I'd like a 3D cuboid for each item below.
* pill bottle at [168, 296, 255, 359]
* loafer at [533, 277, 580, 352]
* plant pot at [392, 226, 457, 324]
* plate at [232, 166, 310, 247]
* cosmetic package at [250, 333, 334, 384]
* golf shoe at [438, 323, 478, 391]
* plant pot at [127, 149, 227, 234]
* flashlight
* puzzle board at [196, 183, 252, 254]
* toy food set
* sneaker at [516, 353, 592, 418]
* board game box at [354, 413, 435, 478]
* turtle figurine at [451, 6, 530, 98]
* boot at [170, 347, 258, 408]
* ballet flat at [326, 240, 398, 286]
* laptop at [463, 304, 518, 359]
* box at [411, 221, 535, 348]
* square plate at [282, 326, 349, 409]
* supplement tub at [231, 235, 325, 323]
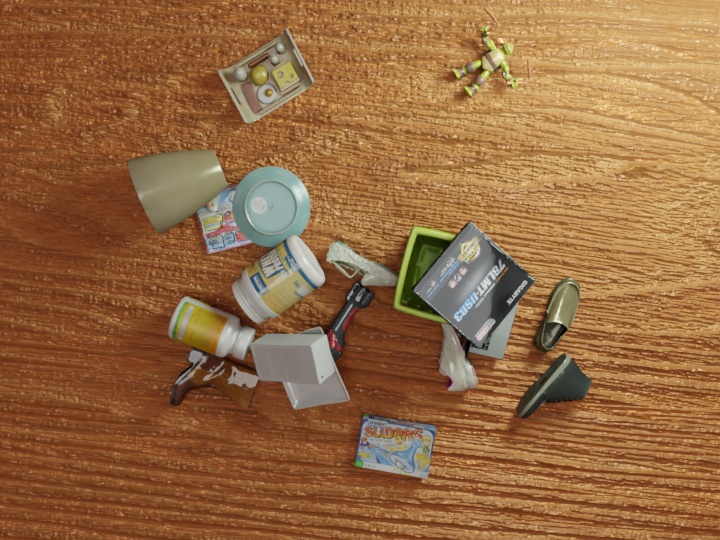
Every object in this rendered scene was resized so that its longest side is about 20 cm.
[{"bbox_3d":[-0.374,0.152,1.549,0.197,0.111,0.113,21,98,-1],"label":"pill bottle"},{"bbox_3d":[0.501,0.118,1.535,0.075,0.067,0.203,19,98,-1],"label":"loafer"},{"bbox_3d":[0.191,0.005,1.474,0.196,0.182,0.203,14,99,1],"label":"plant pot"},{"bbox_3d":[-0.223,-0.158,1.531,0.196,0.026,0.204,-1,97,-7],"label":"plate"},{"bbox_3d":[-0.169,0.216,1.508,0.197,0.071,0.103,-2,107,34],"label":"cosmetic package"},{"bbox_3d":[0.231,0.218,1.558,0.090,0.075,0.203,-20,96,8],"label":"golf shoe"},{"bbox_3d":[-0.430,-0.213,1.481,0.197,0.187,0.190,-22,97,-8],"label":"plant pot"},{"bbox_3d":[-0.034,0.133,1.561,0.068,0.068,0.201,35,94,24],"label":"flashlight"},{"bbox_3d":[-0.315,-0.139,1.556,0.197,0.017,0.153,-14,97,3],"label":"puzzle board"},{"bbox_3d":[-0.228,-0.472,1.485,0.198,0.060,0.145,-29,96,6],"label":"toy food set"},{"bbox_3d":[0.496,0.322,1.559,0.106,0.075,0.200,41,96,-1],"label":"sneaker"},{"bbox_3d":[0.091,0.463,1.614,0.196,0.034,0.138,9,98,1],"label":"board game box"},{"bbox_3d":[0.301,-0.504,1.460,0.160,0.065,0.201,-33,104,13],"label":"turtle figurine"},{"bbox_3d":[-0.382,0.309,1.609,0.198,0.068,0.190,28,90,-9],"label":"boot"},{"bbox_3d":[0.000,0.000,1.534,0.198,0.072,0.073,29,98,6],"label":"ballet flat"},{"bbox_3d":[0.325,0.122,1.474,0.197,0.116,0.190,15,92,-26],"label":"laptop"},{"bbox_3d":[0.249,0.032,1.354,0.198,0.050,0.201,41,93,1],"label":"box"},{"bbox_3d":[-0.132,0.250,1.559,0.198,0.028,0.201,-17,97,36],"label":"square plate"},{"bbox_3d":[-0.202,0.024,1.509,0.199,0.145,0.146,-35,95,6],"label":"supplement tub"}]
